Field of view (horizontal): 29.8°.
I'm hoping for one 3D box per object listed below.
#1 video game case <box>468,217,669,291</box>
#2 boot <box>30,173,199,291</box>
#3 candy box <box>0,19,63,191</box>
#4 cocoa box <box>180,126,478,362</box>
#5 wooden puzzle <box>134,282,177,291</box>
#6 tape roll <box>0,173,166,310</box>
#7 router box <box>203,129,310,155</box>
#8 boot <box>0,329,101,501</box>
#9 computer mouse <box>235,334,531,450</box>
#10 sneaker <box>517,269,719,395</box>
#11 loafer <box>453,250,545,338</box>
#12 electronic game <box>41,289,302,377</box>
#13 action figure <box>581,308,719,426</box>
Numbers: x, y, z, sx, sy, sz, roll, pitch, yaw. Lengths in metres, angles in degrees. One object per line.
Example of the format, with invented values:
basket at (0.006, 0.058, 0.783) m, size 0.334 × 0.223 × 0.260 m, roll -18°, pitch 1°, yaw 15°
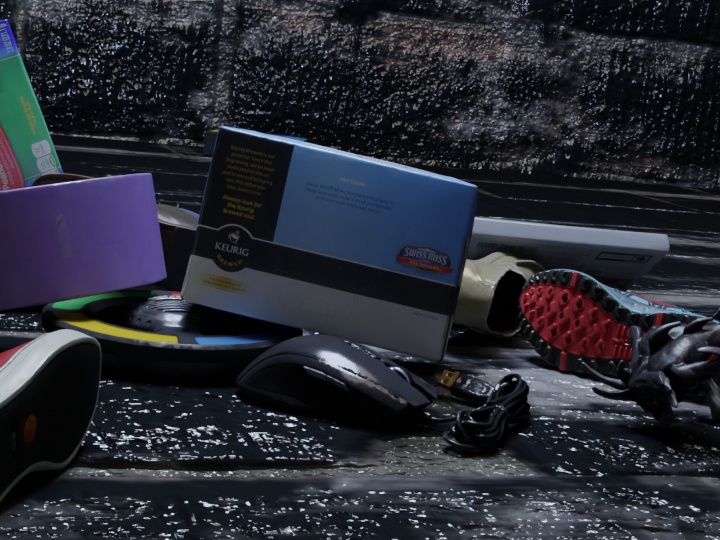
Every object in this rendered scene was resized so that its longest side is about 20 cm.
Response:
video game case at (0.178, -0.005, 1.332) m, size 0.197 × 0.022 × 0.182 m, roll 4°, pitch -20°, yaw -8°
boot at (-0.192, -0.029, 1.192) m, size 0.198 × 0.076 × 0.097 m, roll 24°, pitch 4°, yaw 10°
candy box at (-0.378, -0.109, 1.195) m, size 0.197 × 0.171 × 0.077 m, roll -21°, pitch 8°, yaw -14°
cocoa box at (-0.017, -0.023, 1.026) m, size 0.197 × 0.133 × 0.133 m, roll 13°, pitch 3°, yaw 4°
wooden puzzle at (-0.260, 0.000, 1.248) m, size 0.197 × 0.038 × 0.185 m, roll 10°, pitch 9°, yaw -7°
tape roll at (-0.253, -0.020, 1.052) m, size 0.197 × 0.086 × 0.200 m, roll -9°, pitch 3°, yaw 0°
router box at (-0.218, -0.264, 2.872) m, size 0.197 × 0.052 × 0.149 m, roll 8°, pitch 11°, yaw 10°
boot at (-0.228, 0.070, 0.706) m, size 0.142 × 0.074 × 0.200 m, roll 6°, pitch 12°, yaw 13°
computer mouse at (0.022, 0.071, 0.931) m, size 0.197 × 0.047 × 0.140 m, roll 10°, pitch 10°, yaw 27°
sneaker at (0.223, 0.057, 1.118) m, size 0.198 × 0.080 × 0.095 m, roll 21°, pitch 6°, yaw 31°
loafer at (0.124, 0.027, 1.206) m, size 0.068 × 0.077 × 0.199 m, roll 23°, pitch 13°, yaw 30°
electronic game at (-0.141, 0.041, 1.026) m, size 0.196 × 0.042 × 0.200 m, roll 5°, pitch 9°, yaw -1°
action figure at (0.261, 0.071, 0.943) m, size 0.197 × 0.103 × 0.119 m, roll -20°, pitch 16°, yaw 6°
